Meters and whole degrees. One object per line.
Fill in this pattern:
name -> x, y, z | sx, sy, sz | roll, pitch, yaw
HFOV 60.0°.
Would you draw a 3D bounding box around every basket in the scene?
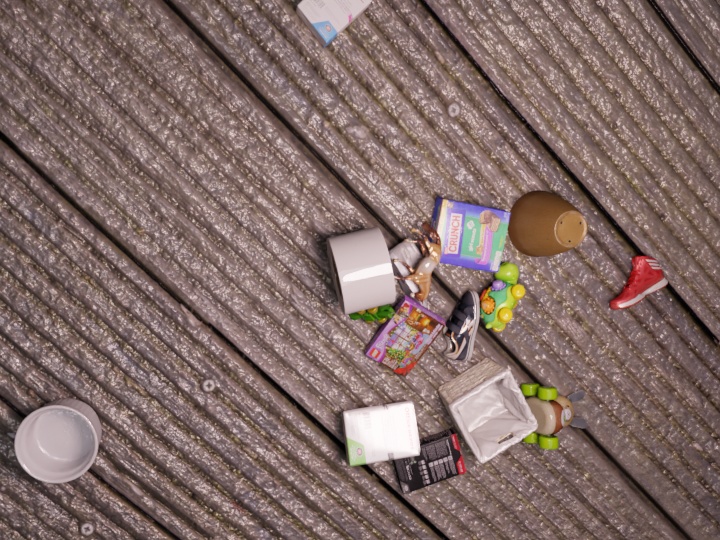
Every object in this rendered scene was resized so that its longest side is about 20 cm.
basket -> 0.351, 0.386, 1.746 | 0.196, 0.161, 0.202 | -30, 101, -4

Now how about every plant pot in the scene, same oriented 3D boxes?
plant pot -> 0.523, -0.119, 1.685 | 0.183, 0.200, 0.190 | -1, 99, -10

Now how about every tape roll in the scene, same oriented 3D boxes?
tape roll -> 0.000, 0.000, 1.614 | 0.137, 0.203, 0.206 | -13, 100, -7

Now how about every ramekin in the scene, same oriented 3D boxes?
ramekin -> -0.767, 0.429, 1.603 | 0.197, 0.098, 0.204 | -1, 98, -10

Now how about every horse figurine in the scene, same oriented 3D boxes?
horse figurine -> 0.160, -0.027, 1.644 | 0.131, 0.050, 0.202 | 27, 89, -13

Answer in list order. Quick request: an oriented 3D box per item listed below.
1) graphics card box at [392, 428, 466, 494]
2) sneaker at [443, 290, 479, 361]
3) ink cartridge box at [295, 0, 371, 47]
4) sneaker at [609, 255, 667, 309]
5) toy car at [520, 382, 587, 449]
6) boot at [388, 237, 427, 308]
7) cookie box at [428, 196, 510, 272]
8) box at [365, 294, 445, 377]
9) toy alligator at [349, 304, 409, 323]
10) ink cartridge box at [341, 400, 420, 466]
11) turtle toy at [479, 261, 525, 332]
graphics card box -> 0.195, 0.550, 1.799 | 0.197, 0.051, 0.127 | -18, 100, -7
sneaker -> 0.280, 0.155, 1.744 | 0.078, 0.078, 0.204 | 4, 99, -15
ink cartridge box -> -0.053, -0.683, 1.580 | 0.200, 0.068, 0.115 | -42, 102, -1
sneaker -> 0.792, 0.028, 1.822 | 0.198, 0.078, 0.117 | -26, 93, -17
toy car -> 0.576, 0.411, 1.801 | 0.197, 0.157, 0.168 | 0, 88, -20
boot -> 0.153, 0.009, 1.709 | 0.095, 0.073, 0.202 | -38, 113, -16
cookie box -> 0.293, -0.098, 1.713 | 0.196, 0.075, 0.174 | 9, 98, -9
box -> 0.122, 0.183, 1.712 | 0.136, 0.039, 0.201 | 30, 111, -11
toy alligator -> 0.055, 0.104, 1.675 | 0.059, 0.198, 0.055 | 45, 52, -38
ink cartridge box -> 0.054, 0.448, 1.724 | 0.196, 0.084, 0.148 | -6, 79, -8
turtle toy -> 0.391, 0.072, 1.731 | 0.100, 0.146, 0.202 | 29, 74, 11
